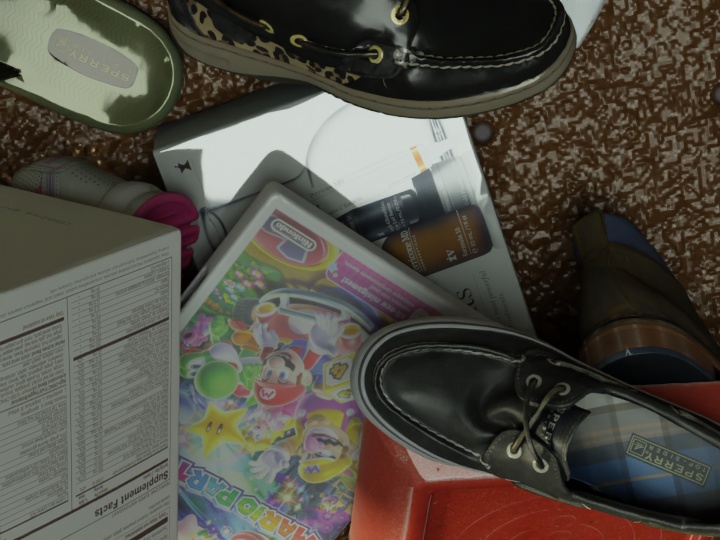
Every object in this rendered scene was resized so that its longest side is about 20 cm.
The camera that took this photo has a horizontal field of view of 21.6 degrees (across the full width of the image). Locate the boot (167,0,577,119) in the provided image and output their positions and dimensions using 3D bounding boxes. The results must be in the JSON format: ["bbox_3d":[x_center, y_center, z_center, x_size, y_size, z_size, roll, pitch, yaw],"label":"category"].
[{"bbox_3d":[-0.007,-0.147,0.830,0.198,0.074,0.151,13,147,19],"label":"boot"}]

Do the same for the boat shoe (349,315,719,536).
[{"bbox_3d":[0.092,0.073,0.838,0.199,0.066,0.070,23,88,-4],"label":"boat shoe"}]

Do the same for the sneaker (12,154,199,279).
[{"bbox_3d":[-0.150,0.024,0.937,0.088,0.081,0.201,37,120,21],"label":"sneaker"}]

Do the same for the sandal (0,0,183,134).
[{"bbox_3d":[-0.178,-0.120,0.892,0.199,0.057,0.080,18,107,-9],"label":"sandal"}]

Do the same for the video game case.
[{"bbox_3d":[-0.045,0.070,0.924,0.143,0.018,0.200,32,108,-24],"label":"video game case"}]

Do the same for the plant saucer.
[{"bbox_3d":[0.096,0.130,0.946,0.198,0.037,0.200,-3,142,-7],"label":"plant saucer"}]

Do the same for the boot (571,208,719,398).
[{"bbox_3d":[0.169,0.046,0.964,0.074,0.098,0.200,-25,141,22],"label":"boot"}]

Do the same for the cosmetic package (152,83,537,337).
[{"bbox_3d":[0.000,0.000,0.949,0.150,0.052,0.201,-19,109,5],"label":"cosmetic package"}]

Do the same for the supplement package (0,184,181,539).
[{"bbox_3d":[-0.182,0.079,0.831,0.151,0.150,0.202,13,111,30],"label":"supplement package"}]

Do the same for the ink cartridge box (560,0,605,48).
[{"bbox_3d":[0.053,-0.221,0.879,0.199,0.047,0.161,25,105,-13],"label":"ink cartridge box"}]
